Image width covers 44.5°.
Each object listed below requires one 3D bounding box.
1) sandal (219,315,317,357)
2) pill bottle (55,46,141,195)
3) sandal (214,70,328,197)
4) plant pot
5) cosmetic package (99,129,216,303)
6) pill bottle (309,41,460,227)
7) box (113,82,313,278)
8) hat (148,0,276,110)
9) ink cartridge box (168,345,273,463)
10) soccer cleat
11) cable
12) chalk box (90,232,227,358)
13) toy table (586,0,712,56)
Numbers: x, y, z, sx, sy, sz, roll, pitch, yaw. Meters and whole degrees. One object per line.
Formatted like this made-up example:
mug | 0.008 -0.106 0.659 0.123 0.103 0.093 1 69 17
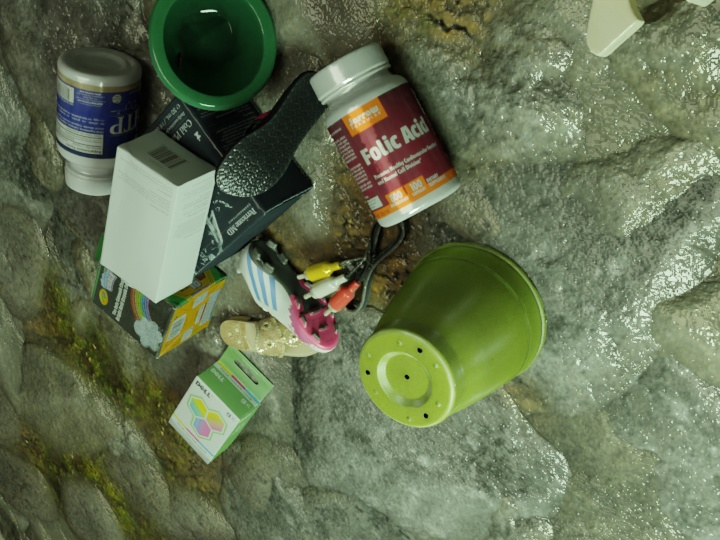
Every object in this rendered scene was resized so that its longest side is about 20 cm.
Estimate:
sandal | -0.145 0.108 1.342 0.212 0.070 0.078 -2 110 35
pill bottle | -0.395 -0.221 1.323 0.120 0.120 0.200 28 126 21
sandal | -0.112 -0.173 1.134 0.075 0.200 0.045 46 168 -31
plant pot | 0.099 0.092 1.086 0.200 0.193 0.201 16 120 28
cosmetic package | -0.274 -0.070 1.182 0.113 0.081 0.200 35 129 16
pill bottle | 0.028 -0.164 1.062 0.114 0.114 0.200 -25 97 40
box | -0.209 -0.130 1.239 0.200 0.124 0.197 -36 91 40
hat | -0.215 -0.314 1.202 0.176 0.165 0.200 -163 70 -70
ink cartridge box | -0.236 0.224 1.467 0.104 0.059 0.200 44 129 9
soccer cleat | -0.108 0.044 1.293 0.200 0.070 0.086 53 137 9
cable | 0.000 0.000 1.202 0.200 0.050 0.097 -36 93 41
chalk box | -0.337 0.015 1.396 0.200 0.124 0.125 39 129 14
toy table | 0.259 -0.301 0.813 0.117 0.184 0.200 62 141 16
